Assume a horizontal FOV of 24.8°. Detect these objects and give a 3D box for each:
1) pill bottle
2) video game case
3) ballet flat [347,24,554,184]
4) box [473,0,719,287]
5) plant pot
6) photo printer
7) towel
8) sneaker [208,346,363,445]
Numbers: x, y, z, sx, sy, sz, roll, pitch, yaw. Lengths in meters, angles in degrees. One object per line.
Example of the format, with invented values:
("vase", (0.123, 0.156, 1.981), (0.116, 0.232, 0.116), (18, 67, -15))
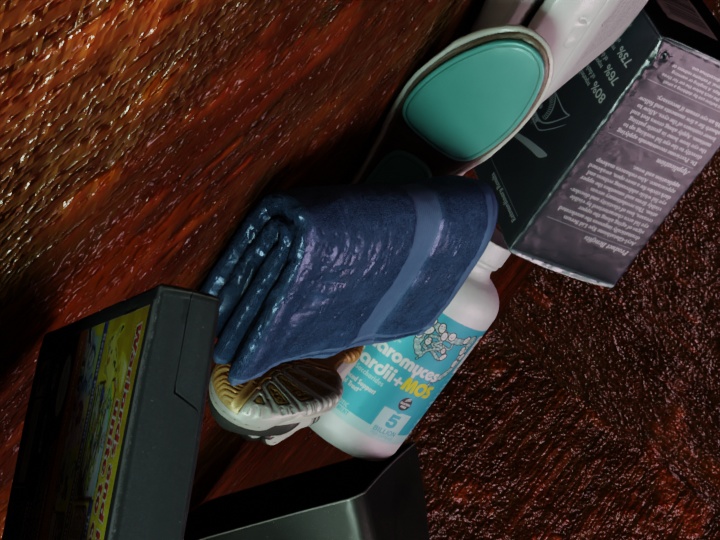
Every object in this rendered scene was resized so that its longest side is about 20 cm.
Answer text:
("pill bottle", (0.034, 0.042, 1.283), (0.201, 0.110, 0.111), (-55, 172, 14))
("video game case", (-0.100, 0.114, 0.565), (0.180, 0.025, 0.202), (162, -61, -67))
("ballet flat", (0.045, -0.083, 0.986), (0.200, 0.069, 0.069), (-50, 175, 34))
("box", (0.180, -0.115, 1.219), (0.201, 0.104, 0.149), (-56, -148, 29))
("plant pot", (-0.041, 0.263, 1.298), (0.198, 0.179, 0.200), (-17, -178, 15))
("photo printer", (0.145, -0.192, 1.028), (0.167, 0.069, 0.200), (-57, 171, 34))
("towel", (0.000, 0.000, 0.904), (0.199, 0.049, 0.112), (-7, 137, -53))
("sneaker", (-0.056, 0.085, 1.077), (0.088, 0.075, 0.200), (-55, 172, 18))
